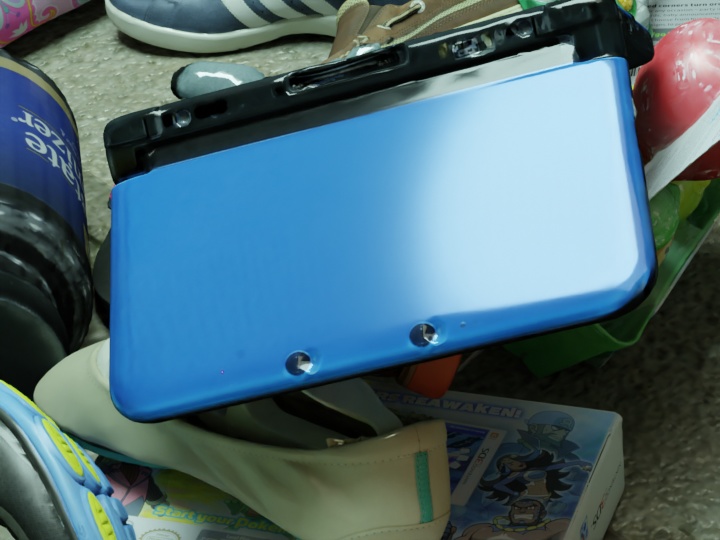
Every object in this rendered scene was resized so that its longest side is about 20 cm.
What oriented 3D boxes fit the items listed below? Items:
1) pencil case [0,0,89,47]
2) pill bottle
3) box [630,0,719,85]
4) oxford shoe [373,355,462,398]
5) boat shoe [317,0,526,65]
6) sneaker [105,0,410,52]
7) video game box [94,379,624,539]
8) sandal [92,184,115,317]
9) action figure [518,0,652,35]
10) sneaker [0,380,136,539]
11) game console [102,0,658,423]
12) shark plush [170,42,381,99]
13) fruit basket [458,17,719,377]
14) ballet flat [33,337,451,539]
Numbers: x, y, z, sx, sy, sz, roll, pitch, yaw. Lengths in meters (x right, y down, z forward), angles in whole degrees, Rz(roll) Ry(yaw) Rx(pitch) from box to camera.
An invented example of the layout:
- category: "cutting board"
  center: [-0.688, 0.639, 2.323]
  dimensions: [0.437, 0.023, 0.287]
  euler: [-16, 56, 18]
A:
- category: "pencil case"
  center: [-0.210, -0.164, 1.279]
  dimensions: [0.087, 0.088, 0.200]
  euler: [25, 44, 38]
- category: "pill bottle"
  center: [-0.175, -0.009, 1.012]
  dimensions: [0.111, 0.112, 0.200]
  euler: [-10, 34, -4]
- category: "box"
  center: [0.207, -0.128, 1.180]
  dimensions: [0.155, 0.041, 0.200]
  euler: [0, 35, 12]
- category: "oxford shoe"
  center: [0.000, 0.000, 0.947]
  dimensions: [0.072, 0.071, 0.200]
  euler: [15, 4, -7]
- category: "boat shoe"
  center: [0.010, -0.098, 1.133]
  dimensions: [0.202, 0.075, 0.075]
  euler: [-25, 62, -40]
- category: "sneaker"
  center: [-0.045, -0.172, 1.252]
  dimensions: [0.199, 0.085, 0.075]
  euler: [-2, 34, 8]
- category: "video game box"
  center: [-0.019, 0.110, 0.865]
  dimensions: [0.199, 0.047, 0.182]
  euler: [7, 38, 20]
- category: "sandal"
  center: [-0.088, -0.037, 1.095]
  dimensions: [0.075, 0.045, 0.200]
  euler: [-3, 34, 3]
- category: "action figure"
  center: [0.110, -0.165, 1.165]
  dimensions: [0.118, 0.055, 0.200]
  euler: [12, 37, -15]
- category: "sneaker"
  center: [-0.163, 0.071, 0.853]
  dimensions: [0.199, 0.071, 0.083]
  euler: [29, 77, 25]
- category: "game console"
  center: [0.014, -0.022, 0.857]
  dimensions: [0.199, 0.119, 0.171]
  euler: [-13, -4, 14]
- category: "shark plush"
  center: [0.009, -0.050, 1.006]
  dimensions: [0.199, 0.091, 0.083]
  euler: [-12, 32, -7]
- category: "fruit basket"
  center: [0.129, -0.044, 0.949]
  dimensions: [0.200, 0.094, 0.185]
  euler: [-38, 8, 43]
- category: "ballet flat"
  center: [-0.047, 0.049, 0.862]
  dimensions: [0.200, 0.070, 0.069]
  euler: [20, 42, 35]
